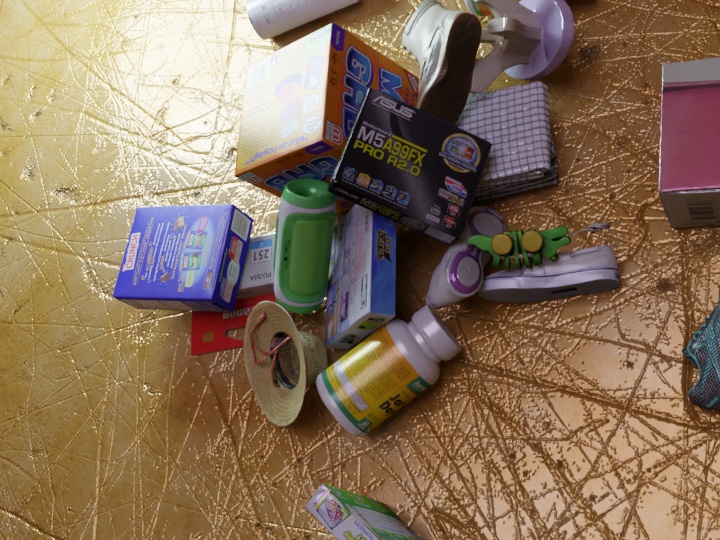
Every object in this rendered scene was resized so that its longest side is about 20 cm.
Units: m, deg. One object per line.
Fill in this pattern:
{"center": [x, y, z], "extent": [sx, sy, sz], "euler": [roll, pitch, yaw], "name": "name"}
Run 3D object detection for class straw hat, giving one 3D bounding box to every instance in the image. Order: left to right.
{"center": [-0.098, 0.135, 1.546], "extent": [0.201, 0.085, 0.201], "euler": [9, 101, 56], "name": "straw hat"}

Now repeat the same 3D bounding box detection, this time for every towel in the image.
{"center": [0.203, -0.191, 1.545], "extent": [0.200, 0.086, 0.166], "euler": [-12, 63, 22], "name": "towel"}

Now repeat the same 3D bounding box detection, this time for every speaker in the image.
{"center": [-0.087, -0.036, 1.544], "extent": [0.088, 0.088, 0.200], "euler": [27, 125, 31], "name": "speaker"}
{"center": [-0.101, -0.488, 1.810], "extent": [0.200, 0.081, 0.081], "euler": [-18, 63, 18], "name": "speaker"}

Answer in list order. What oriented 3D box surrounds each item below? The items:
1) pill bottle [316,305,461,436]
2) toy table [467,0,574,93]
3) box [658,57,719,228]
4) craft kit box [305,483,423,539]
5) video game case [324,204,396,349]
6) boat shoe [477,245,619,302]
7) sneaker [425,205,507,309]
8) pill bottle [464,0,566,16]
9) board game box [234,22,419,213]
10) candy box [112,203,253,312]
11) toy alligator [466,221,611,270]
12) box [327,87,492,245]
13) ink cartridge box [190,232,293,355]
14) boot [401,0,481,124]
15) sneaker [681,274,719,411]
{"center": [0.044, 0.143, 1.466], "extent": [0.200, 0.113, 0.113], "euler": [-38, 59, 7], "name": "pill bottle"}
{"center": [0.222, -0.357, 1.526], "extent": [0.200, 0.117, 0.184], "euler": [167, 104, -68], "name": "toy table"}
{"center": [0.475, -0.174, 1.380], "extent": [0.109, 0.128, 0.200], "euler": [-2, 68, 26], "name": "box"}
{"center": [0.046, 0.370, 1.322], "extent": [0.049, 0.200, 0.197], "euler": [-50, 57, 1], "name": "craft kit box"}
{"center": [0.000, 0.000, 1.522], "extent": [0.181, 0.045, 0.200], "euler": [140, 136, -60], "name": "video game case"}
{"center": [0.266, -0.008, 1.445], "extent": [0.202, 0.075, 0.086], "euler": [-9, 67, 20], "name": "boat shoe"}
{"center": [0.150, -0.022, 1.484], "extent": [0.100, 0.075, 0.200], "euler": [-42, 10, 48], "name": "sneaker"}
{"center": [0.271, -0.472, 1.607], "extent": [0.200, 0.111, 0.111], "euler": [1, 70, 26], "name": "pill bottle"}
{"center": [-0.051, -0.226, 1.578], "extent": [0.200, 0.200, 0.200], "euler": [-15, 62, 41], "name": "board game box"}
{"center": [-0.293, -0.020, 1.664], "extent": [0.200, 0.077, 0.169], "euler": [1, 69, 26], "name": "candy box"}
{"center": [0.249, -0.031, 1.398], "extent": [0.200, 0.059, 0.054], "euler": [-5, 94, 14], "name": "toy alligator"}
{"center": [0.072, -0.149, 1.438], "extent": [0.200, 0.044, 0.160], "euler": [24, 71, -9], "name": "box"}
{"center": [-0.206, 0.038, 1.668], "extent": [0.200, 0.045, 0.176], "euler": [-11, 64, 21], "name": "ink cartridge box"}
{"center": [0.109, -0.311, 1.551], "extent": [0.155, 0.072, 0.200], "euler": [50, 127, 57], "name": "boot"}
{"center": [0.465, 0.091, 1.312], "extent": [0.091, 0.078, 0.200], "euler": [-4, 67, 28], "name": "sneaker"}
